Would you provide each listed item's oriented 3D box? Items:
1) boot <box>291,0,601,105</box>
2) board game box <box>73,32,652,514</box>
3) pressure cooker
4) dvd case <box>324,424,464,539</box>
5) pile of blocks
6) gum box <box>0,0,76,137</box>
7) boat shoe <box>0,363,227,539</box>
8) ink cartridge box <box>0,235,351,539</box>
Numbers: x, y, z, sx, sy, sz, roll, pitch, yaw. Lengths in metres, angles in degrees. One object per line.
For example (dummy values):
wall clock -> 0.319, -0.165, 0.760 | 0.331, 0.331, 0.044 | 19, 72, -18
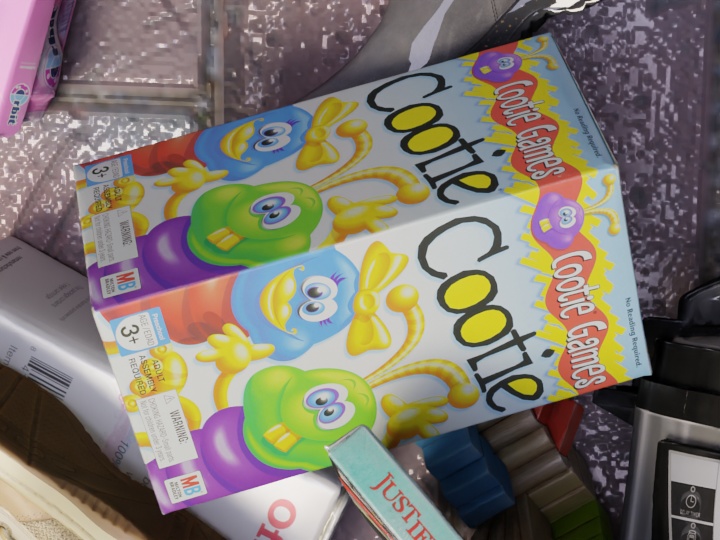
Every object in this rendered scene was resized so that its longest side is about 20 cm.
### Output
boot -> 0.027, -0.142, 0.921 | 0.199, 0.070, 0.132 | -33, 92, 5
board game box -> 0.000, 0.000, 0.868 | 0.198, 0.103, 0.106 | -16, 126, -1
pressure cooker -> 0.186, 0.096, 0.879 | 0.174, 0.178, 0.202 | 8, 91, -18
dvd case -> 0.049, 0.137, 0.869 | 0.022, 0.200, 0.146 | -39, 74, -6
pile of blocks -> 0.073, 0.086, 0.950 | 0.062, 0.082, 0.201 | -30, 95, 16
gum box -> -0.211, -0.145, 0.957 | 0.198, 0.066, 0.114 | 20, 105, 5
boat shoe -> -0.130, 0.102, 0.907 | 0.199, 0.071, 0.065 | 38, 106, -1
ink cartridge box -> -0.112, 0.099, 0.985 | 0.199, 0.088, 0.146 | 28, 107, 5
